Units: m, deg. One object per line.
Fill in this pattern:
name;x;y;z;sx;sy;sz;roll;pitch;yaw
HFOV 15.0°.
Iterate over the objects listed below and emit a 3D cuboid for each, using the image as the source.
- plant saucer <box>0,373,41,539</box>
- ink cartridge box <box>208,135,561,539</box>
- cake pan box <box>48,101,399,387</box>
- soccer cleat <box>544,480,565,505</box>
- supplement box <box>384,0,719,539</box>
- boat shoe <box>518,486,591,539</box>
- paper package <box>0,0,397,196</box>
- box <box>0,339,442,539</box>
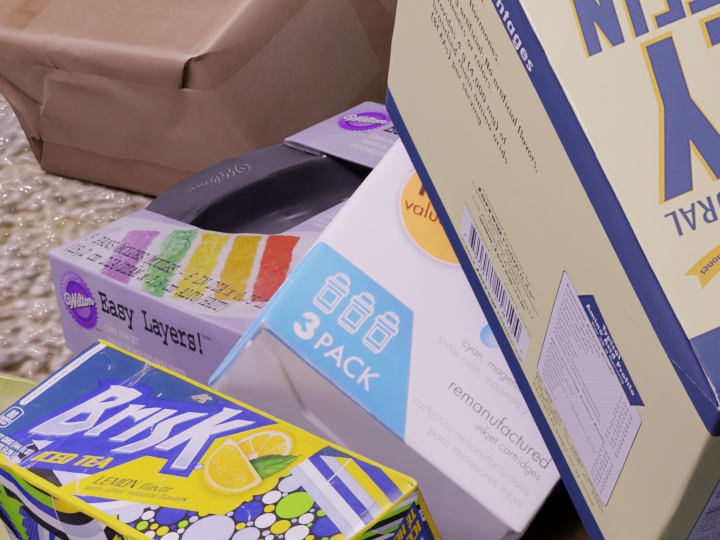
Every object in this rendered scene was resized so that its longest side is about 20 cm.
plant saucer;-0.184;0.109;1.114;0.198;0.031;0.201;-1;33;1
ink cartridge box;0.053;-0.005;0.971;0.200;0.115;0.068;-52;2;-30
cake pan box;0.000;0.000;1.099;0.183;0.053;0.199;-25;29;-33
soccer cleat;-0.011;0.095;1.025;0.199;0.077;0.067;-16;39;18
supplement box;0.110;-0.034;0.831;0.133;0.200;0.201;-22;71;-11
boat shoe;0.114;0.089;0.959;0.074;0.067;0.200;13;42;43
paper package;-0.060;-0.136;1.297;0.190;0.104;0.200;12;54;43
box;-0.052;0.088;0.926;0.070;0.065;0.199;-37;31;-23
